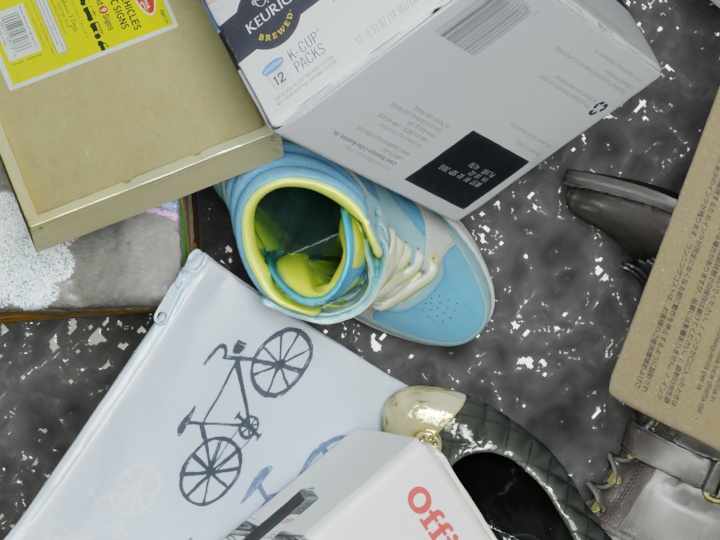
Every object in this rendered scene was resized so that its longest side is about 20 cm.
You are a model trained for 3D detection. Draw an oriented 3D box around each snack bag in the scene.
[{"bbox_3d":[-0.072,0.106,1.472,0.200,0.021,0.189,34,91,-43],"label":"snack bag"}]

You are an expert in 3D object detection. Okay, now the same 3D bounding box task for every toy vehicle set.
[{"bbox_3d":[-0.128,-0.119,1.405,0.124,0.027,0.201,-20,66,-7],"label":"toy vehicle set"}]

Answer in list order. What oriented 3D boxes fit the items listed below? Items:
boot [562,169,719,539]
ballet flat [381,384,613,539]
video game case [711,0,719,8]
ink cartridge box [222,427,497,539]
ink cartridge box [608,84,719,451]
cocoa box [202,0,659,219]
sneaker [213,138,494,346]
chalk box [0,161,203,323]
[{"bbox_3d":[0.155,0.059,1.514,0.199,0.069,0.175,31,97,8],"label":"boot"},{"bbox_3d":[0.085,0.135,1.493,0.200,0.057,0.066,47,115,-2],"label":"ballet flat"},{"bbox_3d":[0.232,-0.189,1.493,0.200,0.023,0.182,41,65,7],"label":"video game case"},{"bbox_3d":[-0.019,0.193,1.450,0.200,0.084,0.145,-39,107,-18],"label":"ink cartridge box"},{"bbox_3d":[0.228,-0.002,1.399,0.164,0.075,0.201,27,107,24],"label":"ink cartridge box"},{"bbox_3d":[0.025,-0.129,1.382,0.133,0.200,0.132,-35,66,16],"label":"cocoa box"},{"bbox_3d":[0.000,0.000,1.451,0.200,0.131,0.080,37,107,-30],"label":"sneaker"},{"bbox_3d":[-0.145,-0.077,1.486,0.124,0.124,0.201,-2,88,1],"label":"chalk box"}]
